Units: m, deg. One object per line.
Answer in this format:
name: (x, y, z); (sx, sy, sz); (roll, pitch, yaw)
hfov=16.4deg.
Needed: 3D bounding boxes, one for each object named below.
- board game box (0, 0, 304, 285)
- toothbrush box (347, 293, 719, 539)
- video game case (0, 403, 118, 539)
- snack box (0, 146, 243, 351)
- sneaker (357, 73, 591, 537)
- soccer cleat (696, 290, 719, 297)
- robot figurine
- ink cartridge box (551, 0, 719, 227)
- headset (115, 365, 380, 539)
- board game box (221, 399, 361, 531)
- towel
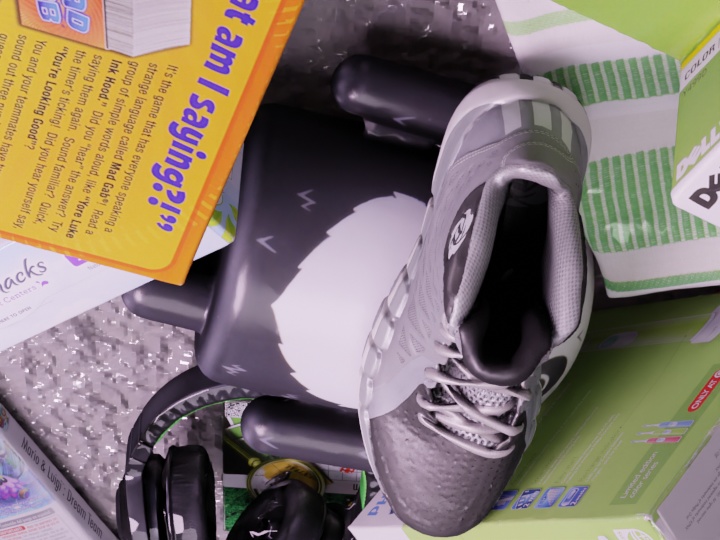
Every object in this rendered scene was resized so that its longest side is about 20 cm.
board game box: (-0.119, -0.153, 0.856); (0.199, 0.200, 0.200); (15, 135, -12)
toothbrush box: (0.115, 0.088, 1.068); (0.200, 0.146, 0.086); (-9, 123, 52)
video game case: (-0.251, 0.120, 1.277); (0.199, 0.024, 0.182); (-16, 132, 21)
snack box: (-0.139, -0.038, 1.018); (0.200, 0.143, 0.053); (-24, 130, 26)
sneaker: (0.042, 0.033, 0.946); (0.075, 0.116, 0.201); (9, 115, -3)
soccer cleat: (0.239, 0.014, 1.112); (0.199, 0.067, 0.076); (-23, 146, 26)
robot figurine: (0.000, -0.001, 1.060); (0.199, 0.125, 0.150); (12, 149, -9)
ink cartridge box: (0.148, -0.088, 0.862); (0.199, 0.076, 0.148); (24, 137, -16)
headset: (-0.065, 0.119, 1.215); (0.123, 0.094, 0.200); (19, 120, -13)
board game box: (0.031, 0.097, 1.235); (0.199, 0.024, 0.105); (3, 138, 1)
towel: (0.142, -0.066, 0.962); (0.152, 0.023, 0.200); (-6, 137, 18)
